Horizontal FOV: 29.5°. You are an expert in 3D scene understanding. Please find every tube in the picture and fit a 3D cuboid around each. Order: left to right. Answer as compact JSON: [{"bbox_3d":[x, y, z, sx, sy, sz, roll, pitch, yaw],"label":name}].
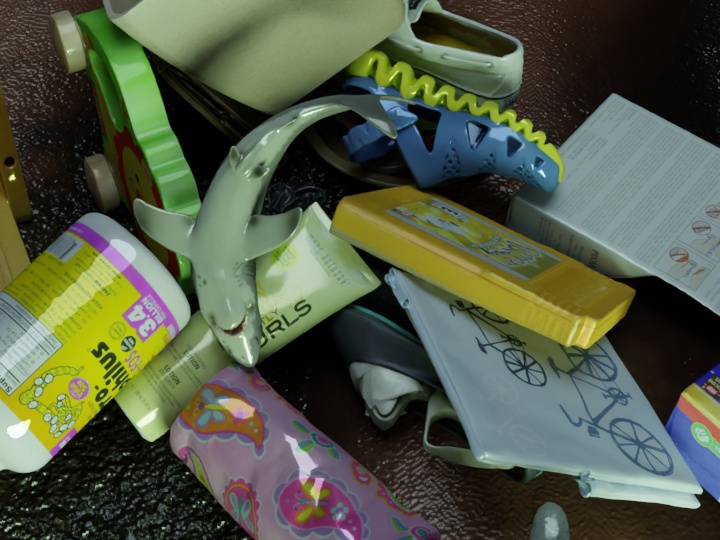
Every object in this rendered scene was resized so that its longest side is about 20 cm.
[{"bbox_3d":[-0.086,0.039,0.970,0.200,0.058,0.052,-37,34,-7],"label":"tube"}]

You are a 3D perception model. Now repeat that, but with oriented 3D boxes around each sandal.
[{"bbox_3d":[0.065,-0.102,1.085,0.199,0.079,0.087,24,84,14],"label":"sandal"}]

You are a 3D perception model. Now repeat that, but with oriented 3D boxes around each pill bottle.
[{"bbox_3d":[-0.216,0.062,0.912,0.104,0.104,0.200,36,72,25],"label":"pill bottle"}]

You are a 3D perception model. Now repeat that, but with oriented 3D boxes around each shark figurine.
[{"bbox_3d":[-0.065,-0.057,0.946,0.128,0.089,0.215,34,92,7],"label":"shark figurine"}]

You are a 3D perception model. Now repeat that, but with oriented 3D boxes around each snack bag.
[{"bbox_3d":[0.123,0.080,0.936,0.199,0.021,0.189,12,35,-32],"label":"snack bag"}]

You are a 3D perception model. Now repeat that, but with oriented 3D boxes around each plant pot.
[{"bbox_3d":[-0.079,-0.243,1.053,0.199,0.177,0.200,-33,45,9],"label":"plant pot"}]

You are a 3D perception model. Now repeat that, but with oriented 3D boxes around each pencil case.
[{"bbox_3d":[-0.036,0.149,0.904,0.200,0.088,0.087,38,57,25],"label":"pencil case"}]

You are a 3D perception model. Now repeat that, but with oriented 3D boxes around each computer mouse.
[{"bbox_3d":[0.000,0.000,1.044,0.199,0.053,0.138,24,25,16],"label":"computer mouse"}]

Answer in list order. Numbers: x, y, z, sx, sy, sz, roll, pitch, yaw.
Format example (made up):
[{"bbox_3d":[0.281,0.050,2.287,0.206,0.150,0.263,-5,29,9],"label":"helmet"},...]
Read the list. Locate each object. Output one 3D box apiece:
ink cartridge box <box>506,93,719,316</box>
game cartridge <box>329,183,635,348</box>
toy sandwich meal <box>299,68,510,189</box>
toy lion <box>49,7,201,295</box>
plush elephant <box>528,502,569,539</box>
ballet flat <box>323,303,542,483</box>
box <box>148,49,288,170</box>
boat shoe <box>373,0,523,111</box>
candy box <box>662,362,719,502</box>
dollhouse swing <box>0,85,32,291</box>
[{"bbox_3d":[0.244,-0.045,1.107,0.200,0.047,0.160,33,55,20],"label":"ink cartridge box"},{"bbox_3d":[0.096,-0.008,1.008,0.199,0.033,0.176,25,15,16],"label":"game cartridge"},{"bbox_3d":[0.036,-0.155,1.172,0.204,0.070,0.206,1,49,-1],"label":"toy sandwich meal"},{"bbox_3d":[-0.162,-0.085,1.028,0.068,0.201,0.192,-20,35,-18],"label":"toy lion"},{"bbox_3d":[0.112,0.217,0.812,0.164,0.201,0.155,4,26,-1],"label":"plush elephant"},{"bbox_3d":[0.049,0.091,0.966,0.199,0.073,0.073,27,53,14],"label":"ballet flat"},{"bbox_3d":[-0.140,-0.190,1.146,0.021,0.163,0.201,-35,51,14],"label":"box"},{"bbox_3d":[0.043,-0.205,1.118,0.201,0.086,0.075,29,54,17],"label":"boat shoe"},{"bbox_3d":[0.341,0.108,0.957,0.200,0.077,0.169,-32,59,-25],"label":"candy box"},{"bbox_3d":[-0.353,-0.061,1.020,0.199,0.183,0.176,-16,32,-16],"label":"dollhouse swing"}]
